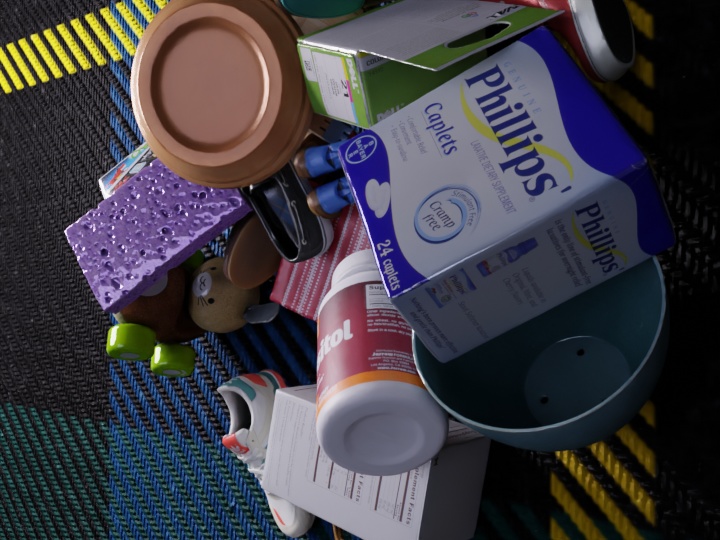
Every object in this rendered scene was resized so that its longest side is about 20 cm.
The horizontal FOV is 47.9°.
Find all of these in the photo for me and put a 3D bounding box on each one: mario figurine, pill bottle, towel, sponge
[{"bbox_3d":[0.042,-0.115,0.814,0.199,0.124,0.106,-14,45,23],"label":"mario figurine"},{"bbox_3d":[0.016,0.075,0.742,0.113,0.113,0.200,-46,27,29],"label":"pill bottle"},{"bbox_3d":[0.000,0.000,0.869,0.199,0.022,0.145,23,103,24],"label":"towel"},{"bbox_3d":[-0.222,-0.055,0.885,0.200,0.030,0.112,-36,70,8],"label":"sponge"}]

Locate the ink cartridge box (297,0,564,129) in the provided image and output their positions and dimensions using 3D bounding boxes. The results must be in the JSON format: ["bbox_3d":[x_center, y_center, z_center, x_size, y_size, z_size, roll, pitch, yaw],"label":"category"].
[{"bbox_3d":[0.059,-0.183,0.719,0.200,0.147,0.076,29,140,49],"label":"ink cartridge box"}]

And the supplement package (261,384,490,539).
[{"bbox_3d":[0.013,0.194,0.818,0.199,0.114,0.110,13,97,39],"label":"supplement package"}]

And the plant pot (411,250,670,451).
[{"bbox_3d":[0.161,0.065,0.667,0.199,0.135,0.201,-18,49,22],"label":"plant pot"}]

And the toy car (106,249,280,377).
[{"bbox_3d":[-0.184,0.025,0.973,0.199,0.158,0.165,-10,65,23],"label":"toy car"}]

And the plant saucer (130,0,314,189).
[{"bbox_3d":[-0.142,-0.180,0.797,0.199,0.037,0.201,2,98,16],"label":"plant saucer"}]

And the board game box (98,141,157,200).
[{"bbox_3d":[-0.209,-0.119,0.946,0.200,0.035,0.126,-36,53,8],"label":"board game box"}]

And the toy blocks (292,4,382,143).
[{"bbox_3d":[-0.028,-0.222,0.858,0.136,0.100,0.200,32,94,9],"label":"toy blocks"}]

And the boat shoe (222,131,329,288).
[{"bbox_3d":[-0.099,-0.075,0.929,0.070,0.070,0.200,27,85,51],"label":"boat shoe"}]

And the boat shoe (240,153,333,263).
[{"bbox_3d":[-0.098,-0.098,0.845,0.069,0.057,0.200,-31,92,37],"label":"boat shoe"}]

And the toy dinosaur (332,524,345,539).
[{"bbox_3d":[0.006,0.311,0.859,0.200,0.060,0.107,-34,70,35],"label":"toy dinosaur"}]

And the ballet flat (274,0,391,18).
[{"bbox_3d":[0.000,-0.299,0.801,0.068,0.199,0.072,93,154,-51],"label":"ballet flat"}]

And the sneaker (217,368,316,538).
[{"bbox_3d":[-0.117,0.215,0.939,0.070,0.093,0.201,-25,73,37],"label":"sneaker"}]

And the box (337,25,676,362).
[{"bbox_3d":[0.105,-0.062,0.632,0.199,0.105,0.184,-29,46,11],"label":"box"}]

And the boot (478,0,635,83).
[{"bbox_3d":[0.155,-0.230,0.738,0.144,0.072,0.201,-32,63,36],"label":"boot"}]
